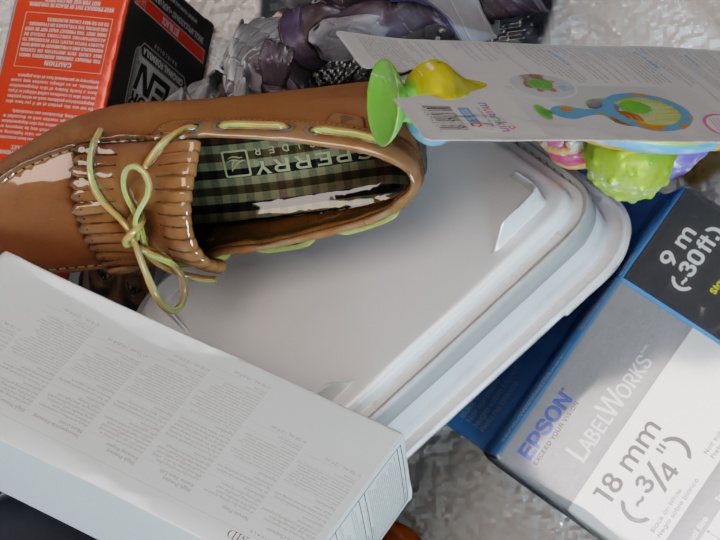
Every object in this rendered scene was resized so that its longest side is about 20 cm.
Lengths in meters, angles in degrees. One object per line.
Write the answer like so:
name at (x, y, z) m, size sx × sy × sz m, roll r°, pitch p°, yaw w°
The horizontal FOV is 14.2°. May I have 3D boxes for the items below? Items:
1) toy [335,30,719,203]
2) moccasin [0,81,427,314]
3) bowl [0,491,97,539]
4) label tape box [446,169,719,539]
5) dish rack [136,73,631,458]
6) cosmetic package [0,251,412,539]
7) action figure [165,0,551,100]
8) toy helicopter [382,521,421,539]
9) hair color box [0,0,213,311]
toy at (0.096, -0.059, 1.208) m, size 0.115 × 0.199 × 0.047 m, roll -127°, pitch 46°, yaw -58°
moccasin at (-0.071, -0.029, 1.217) m, size 0.201 × 0.078 × 0.074 m, roll -4°, pitch 116°, yaw 4°
bowl at (-0.120, 0.137, 1.167) m, size 0.200 × 0.039 × 0.201 m, roll 0°, pitch 43°, yaw 0°
label tape box at (0.130, 0.047, 1.225) m, size 0.200 × 0.063 × 0.144 m, roll 34°, pitch 88°, yaw 25°
dish rack at (0.000, 0.000, 1.253) m, size 0.200 × 0.044 × 0.172 m, roll -43°, pitch 45°, yaw -8°
cosmetic package at (-0.085, 0.070, 1.167) m, size 0.200 × 0.051 × 0.083 m, roll 24°, pitch 56°, yaw 24°
action figure at (-0.013, -0.113, 1.288) m, size 0.200 × 0.069 × 0.130 m, roll -29°, pitch 38°, yaw 24°
toy helicopter at (-0.070, 0.165, 1.272) m, size 0.200 × 0.079 × 0.133 m, roll 6°, pitch 85°, yaw 32°
hair color box at (-0.129, -0.037, 1.325) m, size 0.061 × 0.101 × 0.201 m, roll 7°, pitch 78°, yaw 21°
